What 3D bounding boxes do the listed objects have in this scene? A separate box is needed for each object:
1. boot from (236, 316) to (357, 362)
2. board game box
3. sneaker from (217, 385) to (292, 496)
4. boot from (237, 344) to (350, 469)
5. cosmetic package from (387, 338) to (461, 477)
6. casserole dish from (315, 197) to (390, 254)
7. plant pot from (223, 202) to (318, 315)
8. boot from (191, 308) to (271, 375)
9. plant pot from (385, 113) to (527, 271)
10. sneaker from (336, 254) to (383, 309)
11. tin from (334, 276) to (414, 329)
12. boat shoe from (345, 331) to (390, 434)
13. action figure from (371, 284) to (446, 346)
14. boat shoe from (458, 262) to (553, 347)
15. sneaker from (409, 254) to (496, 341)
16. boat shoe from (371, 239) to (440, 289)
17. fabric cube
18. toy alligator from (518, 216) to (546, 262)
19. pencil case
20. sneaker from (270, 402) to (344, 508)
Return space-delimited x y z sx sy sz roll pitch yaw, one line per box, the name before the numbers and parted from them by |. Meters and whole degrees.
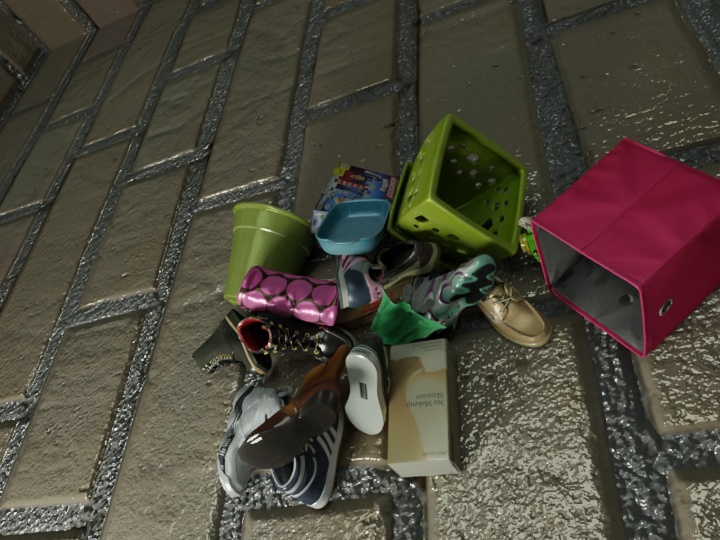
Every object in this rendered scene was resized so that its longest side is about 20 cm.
boot | -0.116 0.127 1.027 0.199 0.150 0.074 18 96 40
board game box | 0.019 -0.132 1.179 0.198 0.062 0.201 16 41 3
sneaker | -0.180 0.294 0.996 0.114 0.075 0.201 -14 48 23
boot | -0.103 0.213 0.914 0.188 0.068 0.200 -42 11 15
cosmetic package | 0.102 0.219 0.900 0.104 0.071 0.202 -12 52 20
casserole dish | -0.009 -0.079 1.020 0.120 0.039 0.200 -2 28 14
plant pot | -0.203 -0.013 1.180 0.198 0.200 0.192 6 71 32
boot | -0.265 0.183 1.136 0.138 0.078 0.200 -44 34 -2
plant pot | 0.164 -0.124 1.019 0.181 0.198 0.201 -32 35 55
sneaker | 0.000 0.000 0.991 0.081 0.071 0.201 -6 33 2
tin | 0.018 0.045 1.099 0.199 0.042 0.113 -24 45 12
boat shoe | 0.019 0.186 0.903 0.070 0.201 0.064 18 42 20
action figure | 0.065 0.088 0.955 0.118 0.200 0.055 35 62 2
boat shoe | 0.237 0.056 0.951 0.071 0.065 0.200 -44 47 -7
sneaker | 0.142 0.017 0.974 0.201 0.077 0.141 -54 39 29
boat shoe | 0.056 -0.016 1.012 0.200 0.066 0.072 -19 52 49
fabric cube | 0.408 -0.034 0.836 0.199 0.197 0.200 -40 46 -6
toy alligator | 0.296 -0.043 0.923 0.059 0.200 0.055 -16 76 26
pencil case | -0.128 0.043 1.051 0.198 0.091 0.095 10 81 5
sneaker | -0.089 0.277 0.930 0.070 0.108 0.202 -22 48 34
